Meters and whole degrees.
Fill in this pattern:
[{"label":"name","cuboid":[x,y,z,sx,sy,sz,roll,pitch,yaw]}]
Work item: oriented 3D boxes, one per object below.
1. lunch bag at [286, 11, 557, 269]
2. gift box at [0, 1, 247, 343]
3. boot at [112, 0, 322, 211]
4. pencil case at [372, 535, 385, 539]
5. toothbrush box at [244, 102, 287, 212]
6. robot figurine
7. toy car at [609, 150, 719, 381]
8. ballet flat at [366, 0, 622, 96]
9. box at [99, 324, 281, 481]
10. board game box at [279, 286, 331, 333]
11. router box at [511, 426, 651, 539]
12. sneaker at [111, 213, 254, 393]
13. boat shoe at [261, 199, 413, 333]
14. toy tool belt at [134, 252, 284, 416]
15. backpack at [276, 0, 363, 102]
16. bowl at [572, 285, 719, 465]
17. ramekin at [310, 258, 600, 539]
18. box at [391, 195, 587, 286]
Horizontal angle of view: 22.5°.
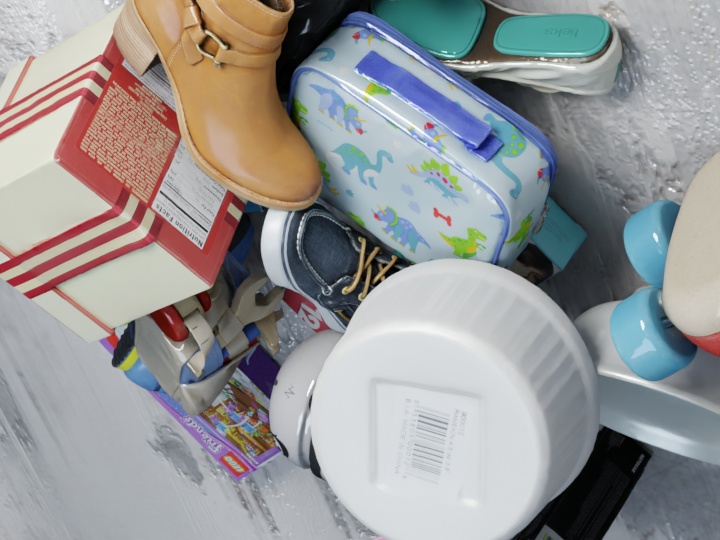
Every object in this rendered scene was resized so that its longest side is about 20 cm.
[{"label":"lunch bag","cuboid":[0.042,-0.084,1.303,0.199,0.083,0.161,35,154,14]},{"label":"gift box","cuboid":[-0.190,-0.074,1.377,0.186,0.201,0.185,-22,124,42]},{"label":"boot","cuboid":[-0.074,-0.144,1.241,0.200,0.077,0.155,52,143,0]},{"label":"pencil case","cuboid":[0.082,0.200,1.533,0.087,0.200,0.088,18,131,22]},{"label":"toothbrush box","cuboid":[-0.162,-0.126,1.507,0.199,0.085,0.147,0,125,39]},{"label":"robot figurine","cuboid":[0.022,0.126,1.450,0.199,0.125,0.151,21,137,18]},{"label":"toy car","cuboid":[0.306,0.021,1.236,0.200,0.178,0.184,39,130,-20]},{"label":"ballet flat","cuboid":[0.096,-0.158,1.305,0.199,0.070,0.070,13,133,27]},{"label":"box","cuboid":[-0.144,0.102,1.738,0.200,0.039,0.137,46,139,-8]},{"label":"board game box","cuboid":[0.026,0.062,1.507,0.200,0.030,0.095,42,140,-7]},{"label":"router box","cuboid":[0.148,0.232,1.510,0.051,0.200,0.149,41,141,0]},{"label":"sneaker","cuboid":[-0.142,0.032,1.629,0.078,0.066,0.200,31,115,-19]},{"label":"boat shoe","cuboid":[0.000,0.000,1.362,0.090,0.071,0.200,11,164,25]},{"label":"toy tool belt","cuboid":[-0.121,0.029,1.494,0.125,0.123,0.200,48,161,11]},{"label":"backpack","cuboid":[-0.098,-0.231,1.332,0.200,0.127,0.167,41,143,2]},{"label":"bowl","cuboid":[0.235,0.071,1.353,0.199,0.091,0.201,20,168,5]},{"label":"ramekin","cuboid":[0.061,0.102,1.274,0.199,0.098,0.202,8,112,21]},{"label":"box","cuboid":[0.086,-0.004,1.457,0.082,0.049,0.200,45,140,-7]}]
